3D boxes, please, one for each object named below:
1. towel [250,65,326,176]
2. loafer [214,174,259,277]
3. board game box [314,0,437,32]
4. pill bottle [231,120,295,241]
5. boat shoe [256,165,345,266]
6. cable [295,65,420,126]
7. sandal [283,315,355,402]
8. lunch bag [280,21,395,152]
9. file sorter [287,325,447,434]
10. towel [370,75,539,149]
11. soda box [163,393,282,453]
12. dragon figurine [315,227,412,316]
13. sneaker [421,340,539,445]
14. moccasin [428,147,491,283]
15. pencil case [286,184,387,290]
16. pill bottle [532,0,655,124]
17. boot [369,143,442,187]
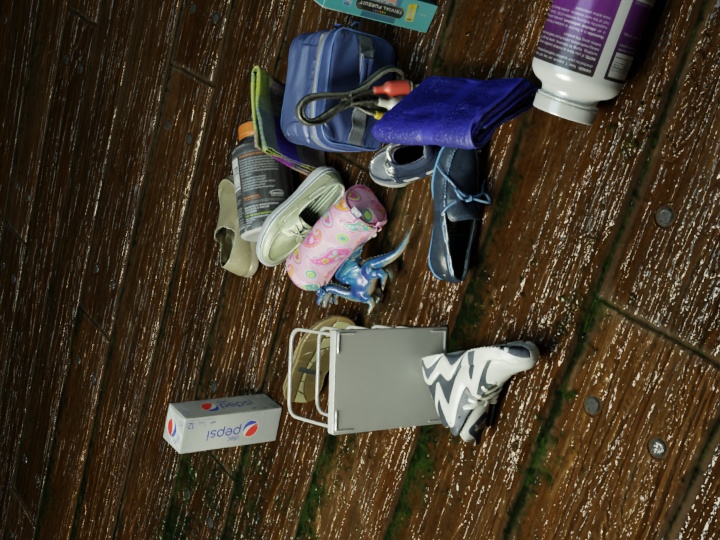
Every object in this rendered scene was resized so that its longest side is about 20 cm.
[{"bbox_3d":[-0.113,-0.237,1.494,0.023,0.200,0.144,-11,77,25],"label":"towel"},{"bbox_3d":[-0.237,-0.086,1.723,0.076,0.068,0.201,-30,67,45],"label":"loafer"},{"bbox_3d":[-0.008,-0.417,1.359,0.151,0.199,0.047,48,124,39],"label":"board game box"},{"bbox_3d":[-0.168,-0.158,1.616,0.106,0.106,0.201,-18,75,48],"label":"pill bottle"},{"bbox_3d":[-0.101,-0.085,1.524,0.200,0.072,0.062,-52,31,12],"label":"boat shoe"},{"bbox_3d":[0.004,-0.251,1.345,0.050,0.199,0.098,23,113,57],"label":"cable"},{"bbox_3d":[-0.074,0.139,1.524,0.054,0.080,0.200,-97,29,-49],"label":"sandal"},{"bbox_3d":[-0.027,-0.283,1.428,0.132,0.135,0.201,11,97,49],"label":"lunch bag"},{"bbox_3d":[0.010,0.148,1.330,0.124,0.199,0.139,3,92,54],"label":"file sorter"},{"bbox_3d":[0.123,-0.219,1.249,0.200,0.148,0.050,12,132,49],"label":"towel"},{"bbox_3d":[-0.239,0.265,1.615,0.063,0.199,0.069,29,112,46],"label":"soda box"},{"bbox_3d":[0.000,0.000,1.418,0.099,0.059,0.200,34,127,8],"label":"dragon figurine"},{"bbox_3d":[0.167,0.167,1.237,0.199,0.079,0.130,-15,83,44],"label":"sneaker"},{"bbox_3d":[0.143,-0.080,1.277,0.068,0.080,0.201,-146,51,-60],"label":"moccasin"},{"bbox_3d":[-0.039,-0.048,1.478,0.200,0.087,0.088,-45,57,38],"label":"pencil case"},{"bbox_3d":[0.273,-0.280,1.092,0.112,0.112,0.201,36,116,44],"label":"pill bottle"},{"bbox_3d":[0.060,-0.166,1.358,0.200,0.090,0.073,-8,83,49],"label":"boot"}]
